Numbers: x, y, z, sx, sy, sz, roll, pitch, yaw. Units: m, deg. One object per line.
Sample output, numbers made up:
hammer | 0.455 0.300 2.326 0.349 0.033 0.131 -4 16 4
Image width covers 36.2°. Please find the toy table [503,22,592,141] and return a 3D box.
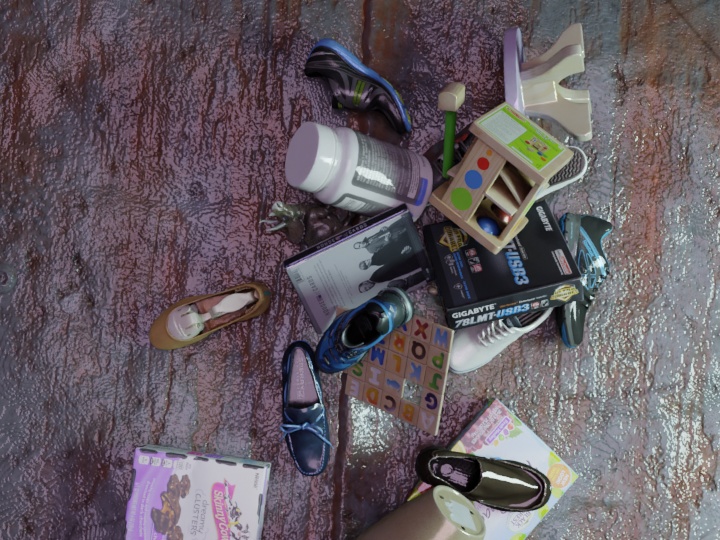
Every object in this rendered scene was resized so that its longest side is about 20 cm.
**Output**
toy table | 0.278 -0.270 1.627 0.115 0.184 0.203 -6 81 15

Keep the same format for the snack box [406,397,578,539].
snack box | 0.193 0.318 1.624 0.168 0.068 0.200 43 88 4

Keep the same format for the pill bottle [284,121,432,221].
pill bottle | -0.003 -0.142 1.599 0.198 0.113 0.115 16 85 -31

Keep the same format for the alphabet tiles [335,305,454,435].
alphabet tiles | 0.040 0.130 1.606 0.198 0.008 0.169 21 116 30

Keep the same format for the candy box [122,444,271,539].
candy box | -0.242 0.356 1.626 0.197 0.072 0.170 7 85 2

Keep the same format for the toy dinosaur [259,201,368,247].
toy dinosaur | -0.045 -0.057 1.665 0.199 0.077 0.103 35 93 -9

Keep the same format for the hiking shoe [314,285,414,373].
hiking shoe | -0.014 0.090 1.573 0.200 0.086 0.075 -43 78 37

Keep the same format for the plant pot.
plant pot | 0.081 0.404 1.529 0.187 0.187 0.201 39 109 4

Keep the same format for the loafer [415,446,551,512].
loafer | 0.174 0.300 1.556 0.197 0.071 0.074 10 85 2

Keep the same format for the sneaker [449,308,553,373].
sneaker | 0.205 0.081 1.641 0.199 0.071 0.073 -38 86 -2

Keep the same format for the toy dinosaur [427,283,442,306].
toy dinosaur | 0.201 0.025 1.625 0.197 0.089 0.048 -3 123 17

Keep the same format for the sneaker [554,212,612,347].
sneaker | 0.335 0.015 1.643 0.081 0.073 0.203 4 86 0

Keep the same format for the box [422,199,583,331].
box | 0.203 -0.012 1.599 0.196 0.201 0.050 -13 129 2

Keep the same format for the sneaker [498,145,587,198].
sneaker | 0.246 -0.129 1.657 0.197 0.085 0.074 -17 89 11

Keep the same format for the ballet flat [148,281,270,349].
ballet flat | -0.231 0.063 1.654 0.198 0.063 0.069 -23 85 -1

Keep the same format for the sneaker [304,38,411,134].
sneaker | -0.003 -0.269 1.678 0.199 0.071 0.083 38 92 9

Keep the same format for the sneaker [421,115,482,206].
sneaker | 0.147 -0.177 1.656 0.200 0.082 0.077 -41 86 0

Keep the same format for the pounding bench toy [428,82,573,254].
pounding bench toy | 0.164 -0.148 1.552 0.199 0.124 0.157 39 125 10

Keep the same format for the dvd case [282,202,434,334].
dvd case | 0.000 0.000 1.624 0.198 0.151 0.025 -25 43 0

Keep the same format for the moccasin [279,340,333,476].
moccasin | -0.091 0.207 1.637 0.079 0.068 0.203 -12 85 0
